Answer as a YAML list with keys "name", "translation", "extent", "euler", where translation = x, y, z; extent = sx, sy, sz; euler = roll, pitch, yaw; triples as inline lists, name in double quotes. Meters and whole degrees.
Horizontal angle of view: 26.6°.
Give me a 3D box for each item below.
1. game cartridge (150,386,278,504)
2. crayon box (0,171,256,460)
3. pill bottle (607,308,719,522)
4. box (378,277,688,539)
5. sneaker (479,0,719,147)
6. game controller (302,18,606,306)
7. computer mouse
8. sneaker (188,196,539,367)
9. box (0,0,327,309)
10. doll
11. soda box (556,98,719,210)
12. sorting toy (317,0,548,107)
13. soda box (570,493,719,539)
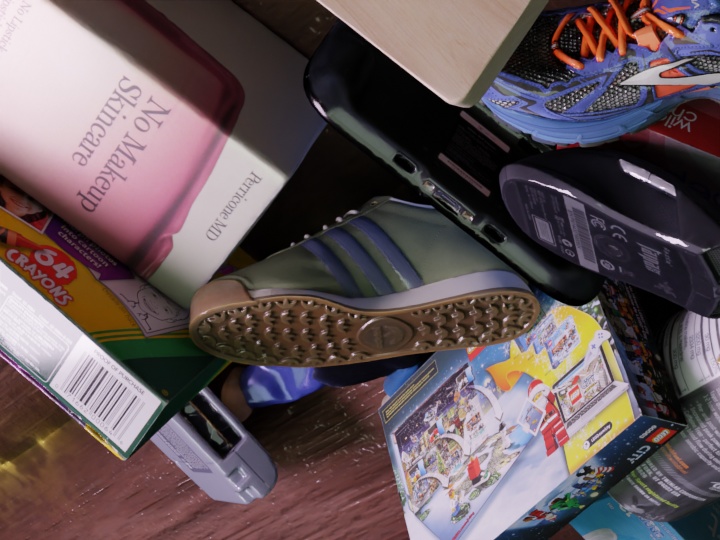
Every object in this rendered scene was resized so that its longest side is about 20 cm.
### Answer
- name: "game cartridge"
  translation: [-0.147, 0.082, 1.064]
  extent: [0.200, 0.041, 0.133]
  euler: [48, 157, -9]
- name: "crayon box"
  translation: [-0.162, -0.004, 0.915]
  extent: [0.200, 0.173, 0.058]
  euler: [40, 120, 3]
- name: "pill bottle"
  translation: [0.221, 0.059, 0.848]
  extent: [0.106, 0.106, 0.200]
  euler: [41, 134, -12]
- name: "box"
  translation: [0.093, 0.086, 0.896]
  extent: [0.037, 0.137, 0.200]
  euler: [16, 134, -32]
- name: "sneaker"
  translation: [0.145, -0.114, 0.715]
  extent: [0.198, 0.076, 0.079]
  euler: [-7, 146, 2]
- name: "game controller"
  translation: [0.060, -0.064, 0.823]
  extent: [0.200, 0.105, 0.042]
  euler: [37, 139, -7]
- name: "computer mouse"
  translation: [0.167, 0.000, 0.750]
  extent: [0.199, 0.046, 0.141]
  euler: [24, 159, 34]
- name: "sneaker"
  translation: [0.000, 0.000, 0.888]
  extent: [0.198, 0.090, 0.067]
  euler: [-4, 140, -1]
- name: "box"
  translation: [-0.132, -0.099, 0.878]
  extent: [0.199, 0.109, 0.128]
  euler: [36, 127, -6]
- name: "doll"
  translation: [-0.012, 0.047, 0.998]
  extent: [0.199, 0.049, 0.137]
  euler: [-19, 116, 32]
- name: "soda box"
  translation: [0.199, -0.054, 0.757]
  extent: [0.199, 0.070, 0.064]
  euler: [25, 150, 21]
- name: "sorting toy"
  translation: [0.036, -0.205, 0.661]
  extent: [0.200, 0.069, 0.199]
  euler: [40, 105, 20]
- name: "soda box"
  translation: [0.223, 0.191, 0.991]
  extent: [0.200, 0.068, 0.064]
  euler: [45, 133, -15]
